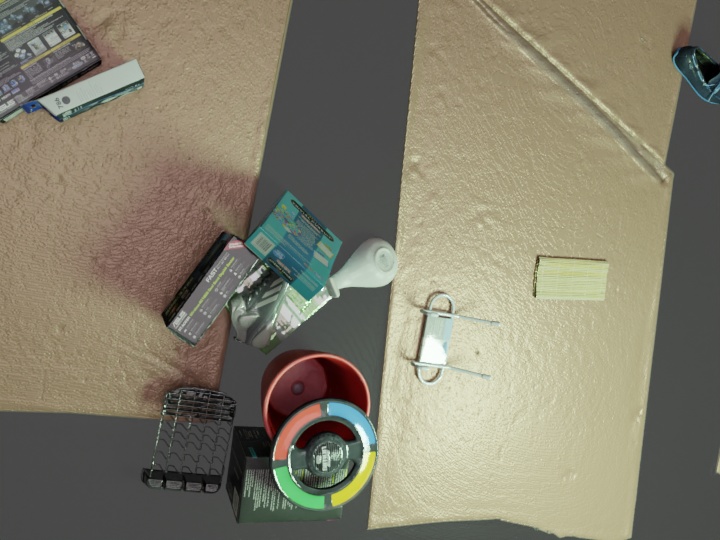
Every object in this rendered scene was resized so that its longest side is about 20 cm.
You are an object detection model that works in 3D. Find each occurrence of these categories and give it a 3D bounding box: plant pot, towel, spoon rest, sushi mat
[{"bbox_3d":[-0.103,0.236,1.242,0.199,0.177,0.203,-2,95,-20],"label":"plant pot"},{"bbox_3d":[-0.158,0.046,1.290,0.200,0.031,0.150,-41,104,-10],"label":"towel"},{"bbox_3d":[0.000,0.000,1.313,0.199,0.060,0.100,-27,98,-40],"label":"spoon rest"},{"bbox_3d":[0.490,0.020,1.525,0.198,0.012,0.097,2,94,-20],"label":"sushi mat"}]

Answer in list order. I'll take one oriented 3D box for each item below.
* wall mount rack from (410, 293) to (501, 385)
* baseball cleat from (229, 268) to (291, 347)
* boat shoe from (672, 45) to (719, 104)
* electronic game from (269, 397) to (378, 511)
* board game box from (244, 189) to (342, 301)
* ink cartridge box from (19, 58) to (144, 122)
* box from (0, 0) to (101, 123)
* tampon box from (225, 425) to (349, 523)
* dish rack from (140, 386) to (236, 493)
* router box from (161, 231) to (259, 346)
[{"bbox_3d":[0.199,0.156,1.398,0.172,0.074,0.202,9,92,-20],"label":"wall mount rack"},{"bbox_3d":[-0.185,0.043,1.230,0.106,0.070,0.202,18,89,-18],"label":"baseball cleat"},{"bbox_3d":[0.836,-0.463,1.579,0.199,0.069,0.085,25,86,-20],"label":"boat shoe"},{"bbox_3d":[-0.061,0.322,1.149,0.198,0.042,0.202,-2,96,-20],"label":"electronic game"},{"bbox_3d":[-0.116,-0.050,1.199,0.151,0.200,0.047,44,113,-12],"label":"board game box"},{"bbox_3d":[-0.464,-0.295,1.109,0.199,0.099,0.039,-28,104,-15],"label":"ink cartridge box"},{"bbox_3d":[-0.565,-0.368,1.094,0.200,0.049,0.162,-38,107,-13],"label":"box"},{"bbox_3d":[-0.142,0.386,1.253,0.198,0.150,0.128,7,96,-20],"label":"tampon box"},{"bbox_3d":[-0.318,0.320,1.239,0.152,0.054,0.202,12,89,-22],"label":"dish rack"},{"bbox_3d":[-0.271,0.027,1.179,0.062,0.150,0.201,38,81,-18],"label":"router box"}]
